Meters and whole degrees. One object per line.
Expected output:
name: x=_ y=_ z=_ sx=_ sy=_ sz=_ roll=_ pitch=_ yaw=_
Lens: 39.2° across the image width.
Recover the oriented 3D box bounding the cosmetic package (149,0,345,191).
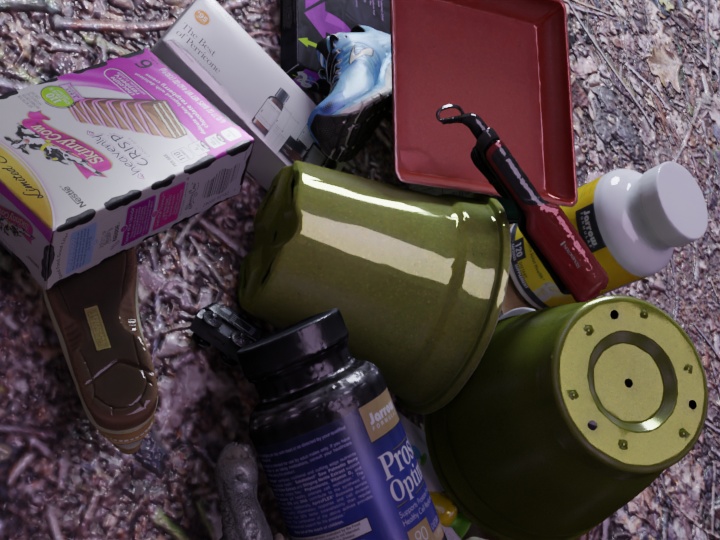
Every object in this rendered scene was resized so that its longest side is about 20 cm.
cosmetic package: x=-0.098 y=-0.150 z=0.920 sx=0.200 sy=0.050 sz=0.083 roll=44 pitch=48 yaw=-19

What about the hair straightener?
hair straightener: x=0.127 y=-0.059 z=0.841 sx=0.041 sy=0.077 sz=0.200 roll=-43 pitch=102 yaw=0

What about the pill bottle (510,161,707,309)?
pill bottle: x=0.254 y=-0.037 z=1.050 sx=0.111 sy=0.199 sz=0.114 roll=16 pitch=62 yaw=-33

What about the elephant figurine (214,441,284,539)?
elephant figurine: x=-0.079 y=0.261 z=0.723 sx=0.201 sy=0.154 sz=0.142 roll=52 pitch=-1 yaw=41

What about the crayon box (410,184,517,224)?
crayon box: x=0.105 y=-0.144 z=1.009 sx=0.051 sy=0.125 sz=0.205 roll=1 pitch=87 yaw=-37

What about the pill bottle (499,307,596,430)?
pill bottle: x=0.218 y=0.110 z=1.027 sx=0.198 sy=0.115 sz=0.119 roll=23 pitch=58 yaw=-39

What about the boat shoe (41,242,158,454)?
boat shoe: x=-0.195 y=0.042 z=0.749 sx=0.070 sy=0.077 sz=0.203 roll=-8 pitch=55 yaw=-15

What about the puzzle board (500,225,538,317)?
puzzle board: x=0.188 y=-0.006 z=1.130 sx=0.149 sy=0.017 sz=0.204 roll=-12 pitch=79 yaw=-41

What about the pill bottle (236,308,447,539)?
pill bottle: x=-0.018 y=0.138 z=0.758 sx=0.111 sy=0.111 sz=0.203 roll=-24 pitch=93 yaw=-43

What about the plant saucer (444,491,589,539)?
plant saucer: x=0.158 y=0.243 z=0.965 sx=0.197 sy=0.036 sz=0.205 roll=9 pitch=75 yaw=-34

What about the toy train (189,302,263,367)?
toy train: x=-0.053 y=0.092 z=0.838 sx=0.199 sy=0.034 sz=0.046 roll=36 pitch=29 yaw=-2

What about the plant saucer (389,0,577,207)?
plant saucer: x=0.104 y=-0.162 z=0.905 sx=0.196 sy=0.037 sz=0.204 roll=5 pitch=77 yaw=-29

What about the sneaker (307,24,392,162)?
sneaker: x=-0.013 y=-0.173 z=0.945 sx=0.089 sy=0.079 sz=0.201 roll=33 pitch=35 yaw=-1

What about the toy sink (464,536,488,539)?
toy sink: x=0.078 y=0.323 z=0.809 sx=0.198 sy=0.111 sz=0.133 roll=-17 pitch=101 yaw=-43

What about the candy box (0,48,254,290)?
candy box: x=-0.197 y=-0.086 z=0.766 sx=0.136 sy=0.062 sz=0.199 roll=39 pitch=45 yaw=17

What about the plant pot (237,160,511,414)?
plant pot: x=0.000 y=0.000 z=0.865 sx=0.181 sy=0.200 sz=0.204 roll=19 pitch=60 yaw=-20

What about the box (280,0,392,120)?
box: x=0.004 y=-0.240 z=1.055 sx=0.198 sy=0.036 sz=0.146 roll=14 pitch=64 yaw=-39

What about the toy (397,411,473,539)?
toy: x=0.008 y=0.170 z=0.871 sx=0.198 sy=0.047 sz=0.116 roll=35 pitch=39 yaw=-4

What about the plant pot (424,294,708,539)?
plant pot: x=0.174 y=0.110 z=0.813 sx=0.196 sy=0.193 sz=0.204 roll=5 pitch=70 yaw=-14
